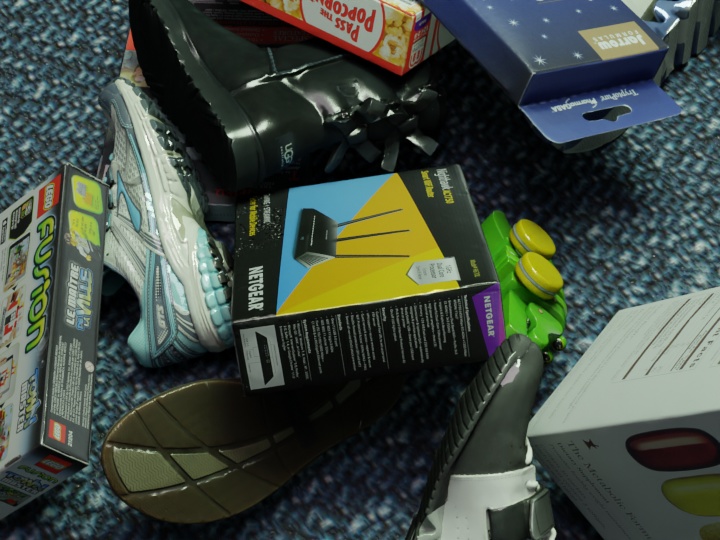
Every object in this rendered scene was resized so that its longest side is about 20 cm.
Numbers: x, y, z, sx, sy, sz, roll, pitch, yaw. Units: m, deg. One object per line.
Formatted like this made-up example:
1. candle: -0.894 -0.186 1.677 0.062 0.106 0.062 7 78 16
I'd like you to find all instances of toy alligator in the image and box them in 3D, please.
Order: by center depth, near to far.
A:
1. toy alligator: 0.102 0.029 1.022 0.054 0.059 0.200 32 26 -19

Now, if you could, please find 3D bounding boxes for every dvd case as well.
1. dvd case: -0.098 -0.119 1.180 0.145 0.022 0.201 2 53 4

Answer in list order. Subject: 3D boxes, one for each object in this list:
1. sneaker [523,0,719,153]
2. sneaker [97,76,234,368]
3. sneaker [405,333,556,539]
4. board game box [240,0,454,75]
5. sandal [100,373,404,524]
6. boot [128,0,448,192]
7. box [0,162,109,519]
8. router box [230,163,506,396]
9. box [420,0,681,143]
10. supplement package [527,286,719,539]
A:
1. sneaker: 0.159 -0.167 1.174 0.115 0.081 0.199 32 54 27
2. sneaker: -0.140 -0.031 1.073 0.086 0.078 0.201 -25 65 4
3. sneaker: 0.074 0.133 0.915 0.088 0.201 0.074 19 13 1
4. board game box: -0.013 -0.215 1.153 0.199 0.047 0.151 28 39 21
5. sandal: -0.064 0.087 1.002 0.199 0.054 0.082 -28 98 -32
6. boot: -0.047 -0.135 1.131 0.162 0.074 0.199 -19 50 -23
7. box: -0.202 0.044 1.018 0.110 0.035 0.201 -31 45 34
8. router box: 0.000 0.000 1.010 0.148 0.051 0.200 -8 23 -1
9. box: 0.107 -0.162 1.068 0.121 0.032 0.200 -15 54 -36
10. supplement package: 0.198 0.081 0.893 0.114 0.200 0.110 48 63 -11
